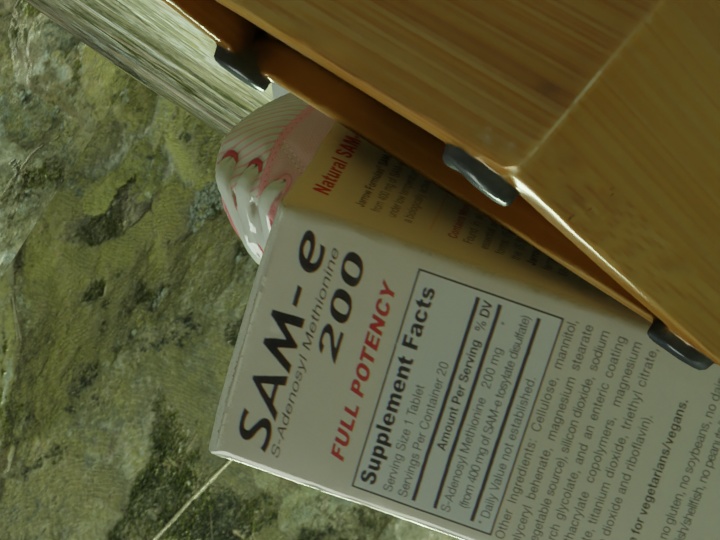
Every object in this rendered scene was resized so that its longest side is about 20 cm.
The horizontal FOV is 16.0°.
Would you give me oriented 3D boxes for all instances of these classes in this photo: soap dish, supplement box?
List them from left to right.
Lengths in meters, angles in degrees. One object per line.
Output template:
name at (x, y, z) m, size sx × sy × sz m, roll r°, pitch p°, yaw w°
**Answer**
soap dish at (0.017, -0.065, 0.551) m, size 0.200 × 0.081 × 0.157 m, roll 34°, pitch 180°, yaw 33°
supplement box at (0.075, 0.024, 0.648) m, size 0.199 × 0.074 × 0.126 m, roll 19°, pitch -156°, yaw 5°

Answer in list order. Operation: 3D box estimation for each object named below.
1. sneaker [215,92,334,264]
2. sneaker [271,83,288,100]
sneaker at (0.000, 0.000, 0.820) m, size 0.201 × 0.104 × 0.076 m, roll -76°, pitch -32°, yaw -49°
sneaker at (0.053, -0.036, 1.051) m, size 0.199 × 0.078 × 0.099 m, roll 32°, pitch 175°, yaw -9°
